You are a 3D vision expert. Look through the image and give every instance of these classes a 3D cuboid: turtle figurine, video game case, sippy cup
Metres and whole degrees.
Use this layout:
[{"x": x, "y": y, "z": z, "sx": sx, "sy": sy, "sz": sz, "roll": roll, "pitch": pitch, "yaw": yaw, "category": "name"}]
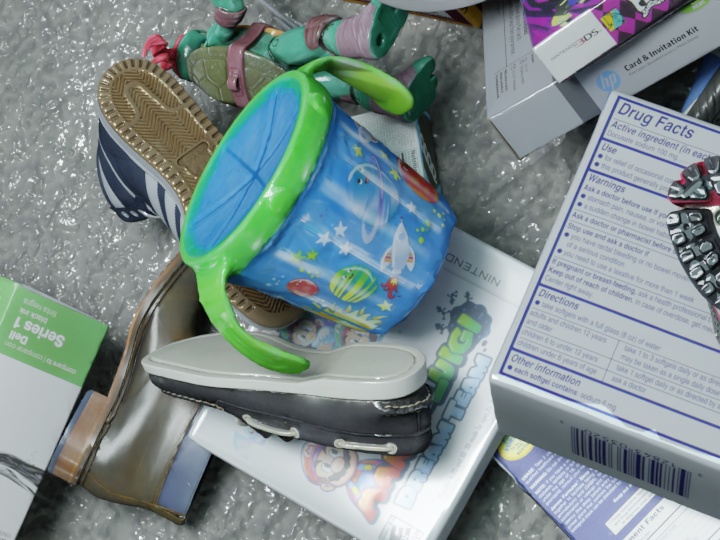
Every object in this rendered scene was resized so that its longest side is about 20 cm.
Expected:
[{"x": -0.056, "y": -0.146, "z": 1.647, "sx": 0.200, "sy": 0.150, "sz": 0.101, "roll": 11, "pitch": 77, "yaw": 30, "category": "turtle figurine"}, {"x": 0.013, "y": 0.061, "z": 1.597, "sx": 0.182, "sy": 0.024, "sz": 0.200, "roll": 28, "pitch": 87, "yaw": 23, "category": "video game case"}, {"x": 0.173, "y": -0.219, "z": 1.548, "sx": 0.181, "sy": 0.036, "sz": 0.200, "roll": -34, "pitch": 29, "yaw": 17, "category": "video game case"}, {"x": -0.019, "y": -0.031, "z": 1.537, "sx": 0.178, "sy": 0.130, "sz": 0.140, "roll": -55, "pitch": 20, "yaw": 10, "category": "sippy cup"}]

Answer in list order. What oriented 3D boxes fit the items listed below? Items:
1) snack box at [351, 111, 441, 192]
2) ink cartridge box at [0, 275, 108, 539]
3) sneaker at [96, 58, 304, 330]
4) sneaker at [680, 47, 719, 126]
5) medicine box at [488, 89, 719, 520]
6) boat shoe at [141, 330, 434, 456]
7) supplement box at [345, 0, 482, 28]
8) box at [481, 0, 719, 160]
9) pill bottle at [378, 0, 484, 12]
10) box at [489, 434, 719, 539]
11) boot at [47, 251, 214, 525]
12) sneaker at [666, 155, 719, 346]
[{"x": 0.000, "y": 0.000, "z": 1.651, "sx": 0.116, "sy": 0.037, "sz": 0.200, "roll": -13, "pitch": 72, "yaw": 18, "category": "snack box"}, {"x": -0.270, "y": 0.099, "z": 1.687, "sx": 0.146, "sy": 0.084, "sz": 0.200, "roll": 18, "pitch": 83, "yaw": 51, "category": "ink cartridge box"}, {"x": -0.104, "y": -0.036, "z": 1.643, "sx": 0.070, "sy": 0.109, "sz": 0.200, "roll": -32, "pitch": 78, "yaw": -20, "category": "sneaker"}, {"x": 0.254, "y": -0.151, "z": 1.575, "sx": 0.200, "sy": 0.076, "sz": 0.077, "roll": -55, "pitch": 37, "yaw": -1, "category": "sneaker"}, {"x": 0.196, "y": 0.024, "z": 1.492, "sx": 0.182, "sy": 0.103, "sz": 0.200, "roll": 21, "pitch": 73, "yaw": 12, "category": "medicine box"}, {"x": -0.045, "y": 0.077, "z": 1.568, "sx": 0.200, "sy": 0.074, "sz": 0.060, "roll": 2, "pitch": 114, "yaw": 27, "category": "boat shoe"}, {"x": 0.047, "y": -0.273, "z": 1.674, "sx": 0.110, "sy": 0.086, "sz": 0.200, "roll": 14, "pitch": 82, "yaw": 25, "category": "supplement box"}, {"x": 0.168, "y": -0.169, "z": 1.567, "sx": 0.200, "sy": 0.041, "sz": 0.156, "roll": -28, "pitch": 32, "yaw": 21, "category": "box"}, {"x": 0.041, "y": -0.270, "z": 1.563, "sx": 0.111, "sy": 0.111, "sz": 0.200, "roll": -14, "pitch": 66, "yaw": 18, "category": "pill bottle"}, {"x": 0.182, "y": 0.134, "z": 1.545, "sx": 0.121, "sy": 0.032, "sz": 0.200, "roll": -46, "pitch": 67, "yaw": 5, "category": "box"}, {"x": -0.115, "y": 0.069, "z": 1.679, "sx": 0.097, "sy": 0.075, "sz": 0.200, "roll": 30, "pitch": 81, "yaw": 2, "category": "boot"}, {"x": 0.233, "y": 0.032, "z": 1.397, "sx": 0.080, "sy": 0.075, "sz": 0.200, "roll": -20, "pitch": 82, "yaw": 16, "category": "sneaker"}]
